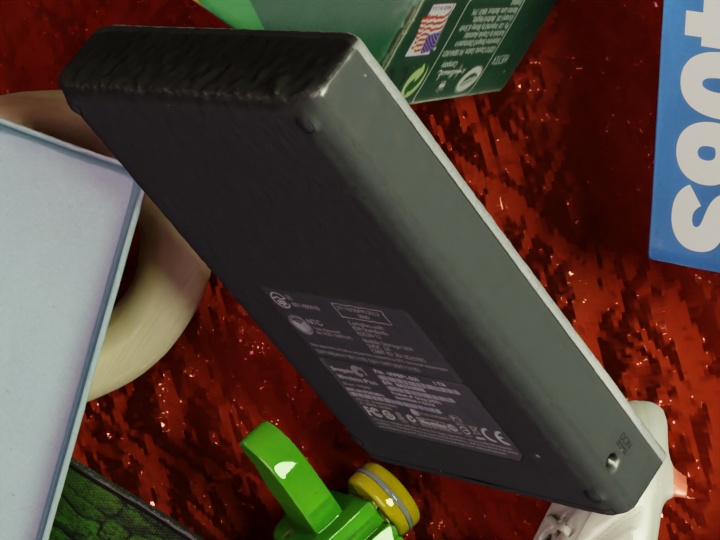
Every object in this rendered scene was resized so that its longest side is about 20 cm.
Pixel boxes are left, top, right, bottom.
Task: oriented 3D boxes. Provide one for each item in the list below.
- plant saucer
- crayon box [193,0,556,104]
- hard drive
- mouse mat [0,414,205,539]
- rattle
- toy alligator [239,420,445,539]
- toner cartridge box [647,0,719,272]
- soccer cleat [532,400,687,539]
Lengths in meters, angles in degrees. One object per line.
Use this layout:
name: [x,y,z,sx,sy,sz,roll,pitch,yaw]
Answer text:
plant saucer: [-0.132,0.045,0.840,0.070,0.019,0.201,19,106,7]
crayon box: [-0.040,-0.131,0.798,0.200,0.127,0.051,37,111,17]
hard drive: [0.000,0.000,0.772,0.139,0.033,0.200,9,146,49]
mouse mat: [-0.133,0.114,0.913,0.200,0.008,0.161,31,140,6]
rattle: [-0.097,-0.041,0.906,0.200,0.143,0.130,-44,98,4]
toy alligator: [0.022,0.139,0.874,0.200,0.059,0.054,48,163,3]
toner cartridge box: [0.146,-0.092,0.733,0.095,0.043,0.201,10,118,21]
soccer cleat: [0.059,0.138,0.812,0.077,0.069,0.201,16,89,1]
